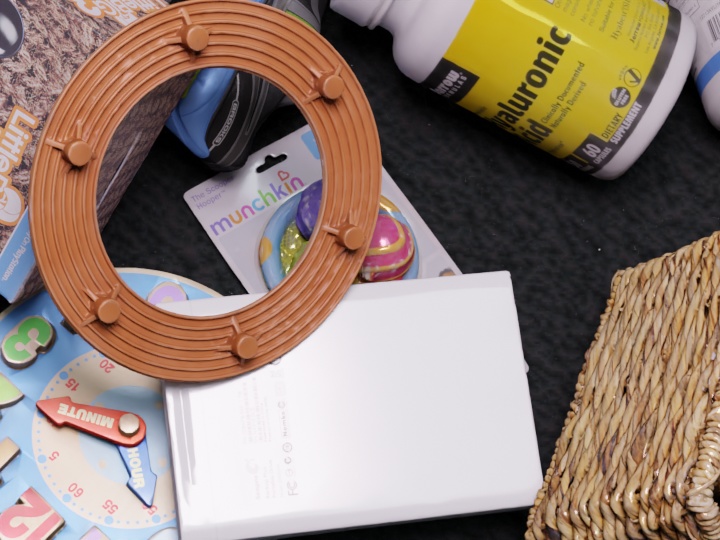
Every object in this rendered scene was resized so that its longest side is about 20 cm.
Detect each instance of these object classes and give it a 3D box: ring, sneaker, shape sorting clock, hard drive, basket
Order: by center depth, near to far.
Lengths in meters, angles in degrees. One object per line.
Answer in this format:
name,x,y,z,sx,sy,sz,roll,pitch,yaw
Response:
ring,-0.073,-0.038,0.976,0.199,0.019,0.202,-7,105,-28
basket,0.205,0.089,1.019,0.142,0.149,0.201,36,57,-19
hard drive,-0.007,0.074,1.037,0.199,0.027,0.133,-5,76,-11
shape sorting clock,-0.127,0.090,1.045,0.199,0.039,0.201,3,69,-8
sneaker,-0.057,-0.137,1.135,0.070,0.083,0.200,-1,45,35

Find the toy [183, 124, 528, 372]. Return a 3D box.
toy,0.000,0.000,1.096,0.115,0.047,0.200,-30,77,-20

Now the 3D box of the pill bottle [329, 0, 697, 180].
pill bottle,0.087,-0.145,1.119,0.199,0.111,0.112,27,66,-8

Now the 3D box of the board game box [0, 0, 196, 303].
board game box,-0.210,-0.112,1.035,0.200,0.160,0.097,36,23,6

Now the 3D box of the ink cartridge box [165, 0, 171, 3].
ink cartridge box,-0.154,-0.212,1.144,0.116,0.067,0.200,39,67,6

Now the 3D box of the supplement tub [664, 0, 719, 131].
supplement tub,0.246,-0.196,1.170,0.131,0.132,0.201,-11,71,-13
